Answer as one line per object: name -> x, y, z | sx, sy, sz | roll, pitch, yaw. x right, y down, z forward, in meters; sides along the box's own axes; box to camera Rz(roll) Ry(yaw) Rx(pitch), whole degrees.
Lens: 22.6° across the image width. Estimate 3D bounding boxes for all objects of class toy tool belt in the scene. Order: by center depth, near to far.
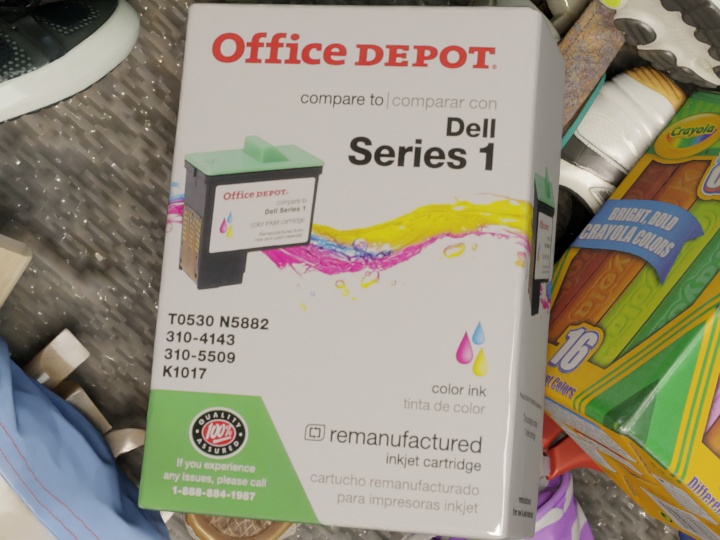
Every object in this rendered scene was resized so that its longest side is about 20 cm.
toy tool belt -> -0.127, 0.087, 0.710 | 0.123, 0.125, 0.200 | -41, 115, -4

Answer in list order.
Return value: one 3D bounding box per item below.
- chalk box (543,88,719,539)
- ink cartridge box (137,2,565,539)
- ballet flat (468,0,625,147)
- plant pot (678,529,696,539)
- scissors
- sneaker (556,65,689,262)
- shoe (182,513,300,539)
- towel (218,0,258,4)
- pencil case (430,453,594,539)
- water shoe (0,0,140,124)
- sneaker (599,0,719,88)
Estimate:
chalk box -> 0.175, 0.008, 0.759 | 0.124, 0.125, 0.200 | 41, 82, -24
ink cartridge box -> 0.000, 0.000, 0.710 | 0.144, 0.084, 0.201 | 3, 82, 13
ballet flat -> 0.088, -0.114, 0.808 | 0.067, 0.068, 0.200 | 46, 70, -21
plant pot -> 0.276, 0.137, 0.841 | 0.200, 0.200, 0.180 | -44, 141, -13
scissors -> 0.082, 0.088, 0.798 | 0.073, 0.200, 0.014 | 41, 126, 2
sneaker -> 0.137, 0.005, 0.858 | 0.087, 0.076, 0.201 | -26, 109, -2
shoe -> -0.004, 0.051, 0.806 | 0.200, 0.053, 0.070 | -41, 82, -17
towel -> -0.105, -0.193, 0.702 | 0.199, 0.036, 0.149 | 11, 100, -19
pencil case -> 0.096, 0.182, 0.860 | 0.086, 0.084, 0.201 | -46, 122, -45
water shoe -> -0.179, -0.086, 0.677 | 0.199, 0.071, 0.079 | -21, 107, -21
sneaker -> 0.116, -0.166, 0.749 | 0.200, 0.077, 0.085 | 51, 56, -34
